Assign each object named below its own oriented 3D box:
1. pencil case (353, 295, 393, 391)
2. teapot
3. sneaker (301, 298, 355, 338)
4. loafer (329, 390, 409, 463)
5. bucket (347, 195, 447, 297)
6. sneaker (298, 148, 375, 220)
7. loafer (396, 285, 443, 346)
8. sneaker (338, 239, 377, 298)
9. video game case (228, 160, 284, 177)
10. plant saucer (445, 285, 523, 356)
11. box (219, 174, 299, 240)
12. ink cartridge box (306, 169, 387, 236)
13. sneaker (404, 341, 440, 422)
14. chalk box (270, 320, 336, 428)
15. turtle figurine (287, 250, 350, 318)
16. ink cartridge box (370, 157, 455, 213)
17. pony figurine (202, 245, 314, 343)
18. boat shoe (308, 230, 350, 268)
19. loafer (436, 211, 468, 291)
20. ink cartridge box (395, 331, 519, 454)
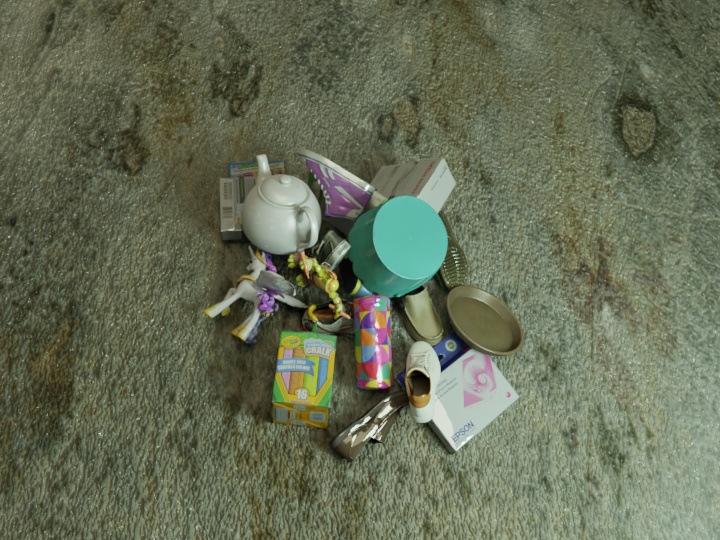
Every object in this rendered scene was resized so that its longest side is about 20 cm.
[{"bbox_3d":[0.027,0.155,1.468,0.086,0.088,0.205,-1,84,-6],"label":"pencil case"},{"bbox_3d":[-0.170,-0.141,1.533,0.196,0.148,0.199,16,42,1],"label":"teapot"},{"bbox_3d":[-0.031,0.105,1.528,0.195,0.083,0.079,-6,58,-11],"label":"sneaker"},{"bbox_3d":[0.030,0.321,1.420,0.198,0.073,0.071,-34,79,-19],"label":"loafer"},{"bbox_3d":[0.082,-0.055,1.487,0.203,0.134,0.212,5,77,-21],"label":"bucket"},{"bbox_3d":[-0.076,-0.186,1.555,0.199,0.073,0.116,34,98,14],"label":"sneaker"},{"bbox_3d":[0.126,0.079,1.568,0.075,0.068,0.202,-21,63,-18],"label":"loafer"},{"bbox_3d":[0.000,0.000,1.600,0.077,0.066,0.202,24,31,-25],"label":"sneaker"},{"bbox_3d":[-0.251,-0.184,1.715,0.140,0.018,0.204,-5,60,-8],"label":"video game case"},{"bbox_3d":[0.273,0.116,1.546,0.196,0.030,0.202,18,38,-15],"label":"plant saucer"},{"bbox_3d":[-0.238,-0.153,1.664,0.195,0.041,0.159,-4,60,-8],"label":"box"},{"bbox_3d":[-0.039,-0.160,1.647,0.198,0.147,0.048,36,52,16],"label":"ink cartridge box"},{"bbox_3d":[0.128,0.206,1.425,0.071,0.086,0.202,-7,39,7],"label":"sneaker"},{"bbox_3d":[-0.115,0.205,1.436,0.121,0.126,0.204,5,57,-3],"label":"chalk box"},{"bbox_3d":[-0.091,0.008,1.449,0.065,0.201,0.160,-46,36,-13],"label":"turtle figurine"},{"bbox_3d":[0.109,-0.183,1.651,0.197,0.084,0.146,0,46,45],"label":"ink cartridge box"},{"bbox_3d":[-0.219,0.056,1.513,0.191,0.167,0.202,30,75,21],"label":"pony figurine"},{"bbox_3d":[-0.080,-0.030,1.532,0.064,0.200,0.071,45,58,2],"label":"boat shoe"},{"bbox_3d":[0.199,-0.042,1.647,0.074,0.067,0.204,-11,77,-17],"label":"loafer"},{"bbox_3d":[0.207,0.249,1.478,0.195,0.043,0.201,-33,77,-22],"label":"ink cartridge box"}]
